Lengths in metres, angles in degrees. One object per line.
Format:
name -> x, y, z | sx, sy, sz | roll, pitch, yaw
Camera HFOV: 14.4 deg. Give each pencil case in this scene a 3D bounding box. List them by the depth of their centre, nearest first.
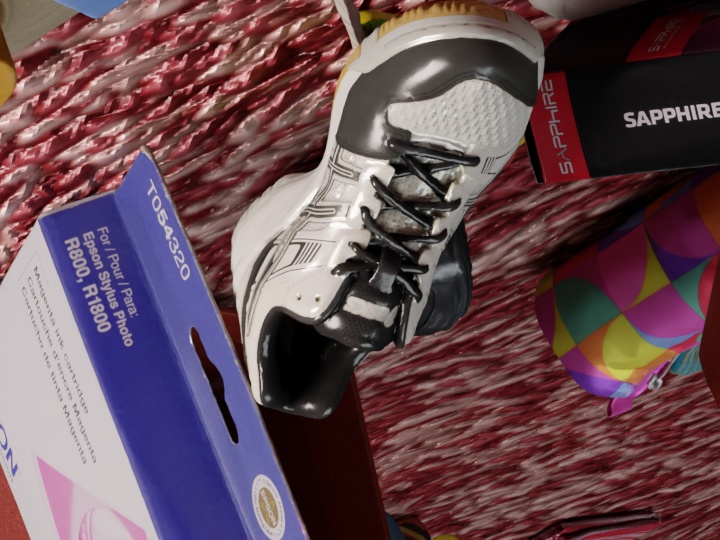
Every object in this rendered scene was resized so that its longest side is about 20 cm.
pencil case -> 0.181, -0.006, 1.481 | 0.088, 0.089, 0.200 | -5, 154, -46

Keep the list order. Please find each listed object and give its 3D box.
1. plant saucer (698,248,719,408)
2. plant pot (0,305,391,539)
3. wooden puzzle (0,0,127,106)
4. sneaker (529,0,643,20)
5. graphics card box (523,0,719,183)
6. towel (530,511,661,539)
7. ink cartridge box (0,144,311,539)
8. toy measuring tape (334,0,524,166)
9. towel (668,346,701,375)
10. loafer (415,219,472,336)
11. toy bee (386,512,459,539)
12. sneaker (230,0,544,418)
plant saucer -> 0.230, -0.024, 1.361 | 0.037, 0.201, 0.199 | 12, -178, 38
plant pot -> -0.108, 0.139, 1.380 | 0.176, 0.201, 0.200 | -20, 166, 27
wooden puzzle -> -0.124, -0.097, 0.876 | 0.185, 0.046, 0.200 | -30, 162, 21
sneaker -> 0.153, -0.137, 1.061 | 0.199, 0.081, 0.076 | -27, 164, 17
graphics card box -> 0.172, -0.086, 1.090 | 0.199, 0.051, 0.125 | -4, -159, 27
towel -> 0.129, 0.246, 2.270 | 0.200, 0.023, 0.144 | -35, 160, 32
ink cartridge box -> -0.097, 0.079, 1.180 | 0.043, 0.197, 0.200 | -15, 161, -26
toy measuring tape -> 0.031, -0.086, 1.086 | 0.073, 0.074, 0.200 | -23, 153, 0
towel -> 0.280, 0.002, 1.737 | 0.146, 0.022, 0.200 | -16, 161, -25
loafer -> 0.000, 0.000, 1.243 | 0.070, 0.068, 0.201 | -9, 177, -14
toy bee -> -0.004, 0.218, 1.871 | 0.199, 0.109, 0.131 | -7, 158, -43
sneaker -> 0.013, -0.016, 1.057 | 0.075, 0.088, 0.200 | 13, 142, -19
